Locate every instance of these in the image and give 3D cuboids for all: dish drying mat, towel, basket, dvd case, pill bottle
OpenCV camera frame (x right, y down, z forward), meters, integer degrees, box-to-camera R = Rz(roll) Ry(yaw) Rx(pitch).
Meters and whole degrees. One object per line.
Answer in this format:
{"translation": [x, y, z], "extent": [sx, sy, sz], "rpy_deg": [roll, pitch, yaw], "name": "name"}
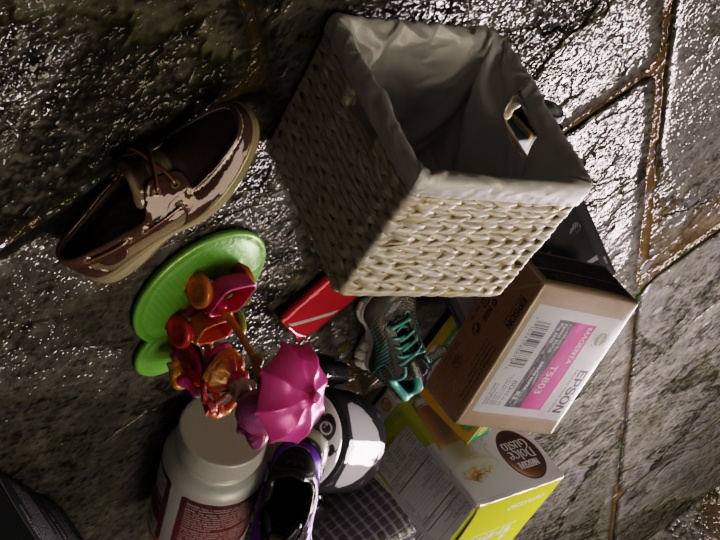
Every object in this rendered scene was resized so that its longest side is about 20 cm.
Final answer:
{"translation": [0.000, 0.000, 1.721], "extent": [0.200, 0.018, 0.077], "rpy_deg": [-39, 154, -2], "name": "dish drying mat"}
{"translation": [-0.053, 0.297, 1.934], "extent": [0.165, 0.200, 0.086], "rpy_deg": [-33, 141, -19], "name": "towel"}
{"translation": [0.055, -0.095, 1.403], "extent": [0.199, 0.199, 0.161], "rpy_deg": [-1, 140, -35], "name": "basket"}
{"translation": [0.186, -0.005, 1.857], "extent": [0.200, 0.025, 0.151], "rpy_deg": [-33, 114, -13], "name": "dvd case"}
{"translation": [-0.164, 0.227, 1.755], "extent": [0.114, 0.114, 0.200], "rpy_deg": [-23, 151, -32], "name": "pill bottle"}

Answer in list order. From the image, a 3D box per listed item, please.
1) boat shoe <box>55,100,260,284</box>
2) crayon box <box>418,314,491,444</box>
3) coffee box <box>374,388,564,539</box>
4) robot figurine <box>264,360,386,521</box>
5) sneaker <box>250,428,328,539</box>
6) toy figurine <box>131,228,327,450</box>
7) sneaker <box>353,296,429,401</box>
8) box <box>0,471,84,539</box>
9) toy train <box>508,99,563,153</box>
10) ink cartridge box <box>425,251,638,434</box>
{"translation": [-0.169, -0.067, 1.322], "extent": [0.200, 0.072, 0.072], "rpy_deg": [-39, 157, 12], "name": "boat shoe"}
{"translation": [0.155, 0.100, 1.973], "extent": [0.058, 0.119, 0.200], "rpy_deg": [-17, 147, -55], "name": "crayon box"}
{"translation": [0.102, 0.277, 2.103], "extent": [0.199, 0.198, 0.200], "rpy_deg": [-7, 140, -49], "name": "coffee box"}
{"translation": [-0.046, 0.194, 1.848], "extent": [0.125, 0.151, 0.200], "rpy_deg": [-34, 158, 19], "name": "robot figurine"}
{"translation": [-0.085, 0.273, 1.727], "extent": [0.100, 0.069, 0.201], "rpy_deg": [-74, 174, -65], "name": "sneaker"}
{"translation": [-0.114, 0.095, 1.525], "extent": [0.150, 0.184, 0.200], "rpy_deg": [-12, 144, -45], "name": "toy figurine"}
{"translation": [0.047, 0.078, 1.826], "extent": [0.077, 0.091, 0.200], "rpy_deg": [-32, 154, -17], "name": "sneaker"}
{"translation": [-0.383, 0.311, 1.602], "extent": [0.200, 0.104, 0.182], "rpy_deg": [-38, 156, -4], "name": "box"}
{"translation": [0.140, -0.093, 1.688], "extent": [0.114, 0.085, 0.200], "rpy_deg": [-8, 138, -40], "name": "toy train"}
{"translation": [0.192, 0.082, 1.812], "extent": [0.164, 0.075, 0.200], "rpy_deg": [10, 119, -40], "name": "ink cartridge box"}
